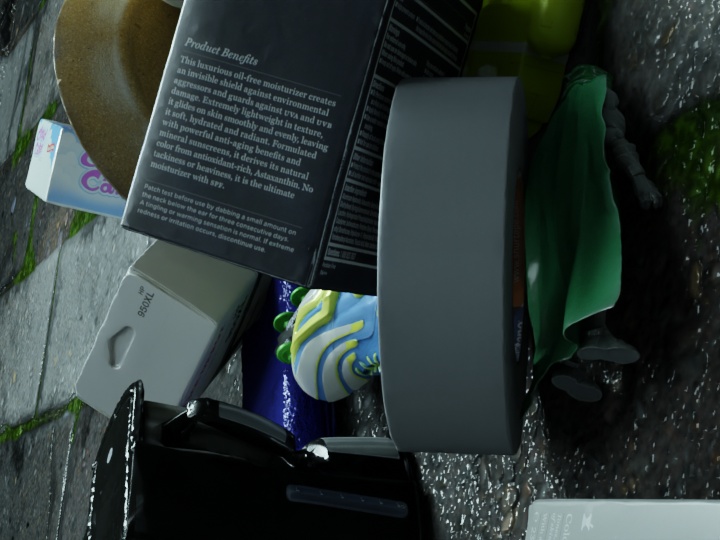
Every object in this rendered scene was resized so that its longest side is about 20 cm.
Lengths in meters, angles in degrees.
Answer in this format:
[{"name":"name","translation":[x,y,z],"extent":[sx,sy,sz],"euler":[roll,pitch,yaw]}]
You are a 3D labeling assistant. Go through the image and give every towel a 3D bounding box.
[{"name":"towel","translation":[-0.053,0.108,1.339],"extent":[0.148,0.049,0.202],"euler":[118,154,-54]}]

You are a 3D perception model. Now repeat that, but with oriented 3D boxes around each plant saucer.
[{"name":"plant saucer","translation":[-0.107,-0.116,1.139],"extent":[0.035,0.199,0.202],"euler":[-29,49,38]}]

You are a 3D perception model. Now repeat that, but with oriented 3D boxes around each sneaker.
[{"name":"sneaker","translation":[0.012,0.040,1.154],"extent":[0.106,0.075,0.201],"euler":[-101,31,-44]}]

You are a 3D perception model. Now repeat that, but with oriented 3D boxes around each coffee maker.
[{"name":"coffee maker","translation":[-0.070,0.184,1.117],"extent":[0.135,0.198,0.194],"euler":[144,136,-64]}]

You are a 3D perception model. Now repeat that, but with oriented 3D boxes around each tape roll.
[{"name":"tape roll","translation":[0.054,-0.003,0.946],"extent":[0.200,0.065,0.203],"euler":[2,-90,-81]}]

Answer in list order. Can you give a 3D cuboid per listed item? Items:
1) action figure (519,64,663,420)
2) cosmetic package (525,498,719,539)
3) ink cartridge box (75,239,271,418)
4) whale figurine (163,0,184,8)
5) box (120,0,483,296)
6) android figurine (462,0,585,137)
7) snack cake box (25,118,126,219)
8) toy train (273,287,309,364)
[{"name":"action figure","translation":[0.120,-0.032,0.935],"extent":[0.118,0.054,0.202],"euler":[127,154,-52]},{"name":"cosmetic package","translation":[0.143,0.153,0.736],"extent":[0.200,0.089,0.108],"euler":[154,128,-69]},{"name":"ink cartridge box","translation":[-0.128,0.022,1.395],"extent":[0.145,0.084,0.200],"euler":[-62,-5,37]},{"name":"whale figurine","translation":[-0.094,-0.240,1.126],"extent":[0.160,0.103,0.200],"euler":[62,-164,2]},{"name":"box","translation":[-0.026,-0.098,1.012],"extent":[0.200,0.122,0.201],"euler":[11,-84,-75]},{"name":"android figurine","translation":[0.093,-0.163,1.096],"extent":[0.182,0.041,0.202],"euler":[-153,77,-69]},{"name":"snack cake box","translation":[-0.187,-0.078,1.559],"extent":[0.115,0.198,0.068],"euler":[-151,74,-68]},{"name":"toy train","translation":[0.000,0.000,1.220],"extent":[0.201,0.056,0.042],"euler":[-56,30,37]}]
